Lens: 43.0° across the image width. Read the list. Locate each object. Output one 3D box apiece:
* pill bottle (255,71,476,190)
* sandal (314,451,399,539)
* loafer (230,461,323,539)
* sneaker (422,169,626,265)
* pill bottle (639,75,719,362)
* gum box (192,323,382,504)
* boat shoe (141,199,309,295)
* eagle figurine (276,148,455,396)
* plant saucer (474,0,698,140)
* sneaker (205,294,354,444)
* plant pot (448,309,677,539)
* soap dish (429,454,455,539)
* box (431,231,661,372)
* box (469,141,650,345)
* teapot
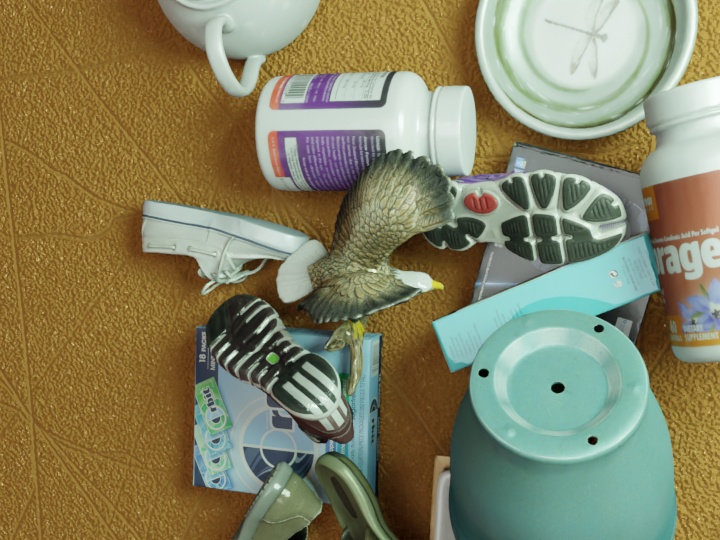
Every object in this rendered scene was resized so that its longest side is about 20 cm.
[{"bbox_3d":[0.008,-0.133,0.878,0.196,0.111,0.114,2,94,18],"label":"pill bottle"},{"bbox_3d":[0.004,0.273,0.874,0.203,0.057,0.080,58,143,7],"label":"sandal"},{"bbox_3d":[-0.095,0.279,0.929,0.069,0.075,0.201,31,130,3],"label":"loafer"},{"bbox_3d":[0.142,-0.062,0.796,0.198,0.083,0.082,10,121,40],"label":"sneaker"},{"bbox_3d":[0.276,-0.039,0.694,0.110,0.112,0.204,-11,88,18],"label":"pill bottle"},{"bbox_3d":[-0.078,0.148,0.956,0.196,0.044,0.174,3,94,19],"label":"gum box"},{"bbox_3d":[-0.148,-0.017,0.955,0.198,0.074,0.088,11,96,20],"label":"boat shoe"},{"bbox_3d":[0.007,-0.001,0.824,0.149,0.201,0.153,-23,68,-13],"label":"eagle figurine"},{"bbox_3d":[0.205,-0.221,0.841,0.196,0.050,0.204,1,93,18],"label":"plant saucer"},{"bbox_3d":[-0.074,0.110,0.895,0.075,0.116,0.199,-40,44,-12],"label":"sneaker"},{"bbox_3d":[0.158,0.141,0.737,0.196,0.190,0.202,-7,48,8],"label":"plant pot"},{"bbox_3d":[0.165,0.261,0.862,0.196,0.081,0.161,4,94,18],"label":"soap dish"},{"bbox_3d":[0.167,0.027,0.803,0.197,0.082,0.050,-24,86,18],"label":"box"},{"bbox_3d":[0.195,-0.002,0.858,0.158,0.043,0.204,18,98,17],"label":"box"},{"bbox_3d":[-0.134,-0.306,0.899,0.199,0.146,0.199,38,103,12],"label":"teapot"}]
